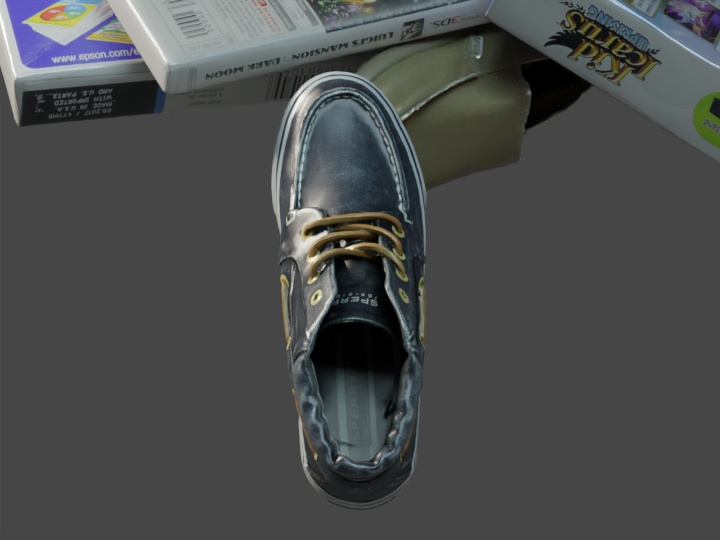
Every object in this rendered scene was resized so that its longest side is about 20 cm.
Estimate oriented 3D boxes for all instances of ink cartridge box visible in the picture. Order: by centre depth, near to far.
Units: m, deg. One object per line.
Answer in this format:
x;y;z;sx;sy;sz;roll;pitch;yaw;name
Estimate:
-0.097;-0.165;1.335;0.197;0.043;0.201;-6;54;-16;ink cartridge box

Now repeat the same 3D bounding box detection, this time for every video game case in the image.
0.167;-0.124;1.293;0.181;0.046;0.200;33;29;2;video game case
-0.051;-0.171;1.294;0.181;0.023;0.200;-15;49;-23;video game case

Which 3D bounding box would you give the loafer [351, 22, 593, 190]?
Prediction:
0.047;-0.077;1.280;0.068;0.076;0.200;34;55;22;loafer

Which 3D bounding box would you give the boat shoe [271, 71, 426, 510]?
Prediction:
0.000;0.000;1.165;0.070;0.091;0.201;-4;77;-3;boat shoe
